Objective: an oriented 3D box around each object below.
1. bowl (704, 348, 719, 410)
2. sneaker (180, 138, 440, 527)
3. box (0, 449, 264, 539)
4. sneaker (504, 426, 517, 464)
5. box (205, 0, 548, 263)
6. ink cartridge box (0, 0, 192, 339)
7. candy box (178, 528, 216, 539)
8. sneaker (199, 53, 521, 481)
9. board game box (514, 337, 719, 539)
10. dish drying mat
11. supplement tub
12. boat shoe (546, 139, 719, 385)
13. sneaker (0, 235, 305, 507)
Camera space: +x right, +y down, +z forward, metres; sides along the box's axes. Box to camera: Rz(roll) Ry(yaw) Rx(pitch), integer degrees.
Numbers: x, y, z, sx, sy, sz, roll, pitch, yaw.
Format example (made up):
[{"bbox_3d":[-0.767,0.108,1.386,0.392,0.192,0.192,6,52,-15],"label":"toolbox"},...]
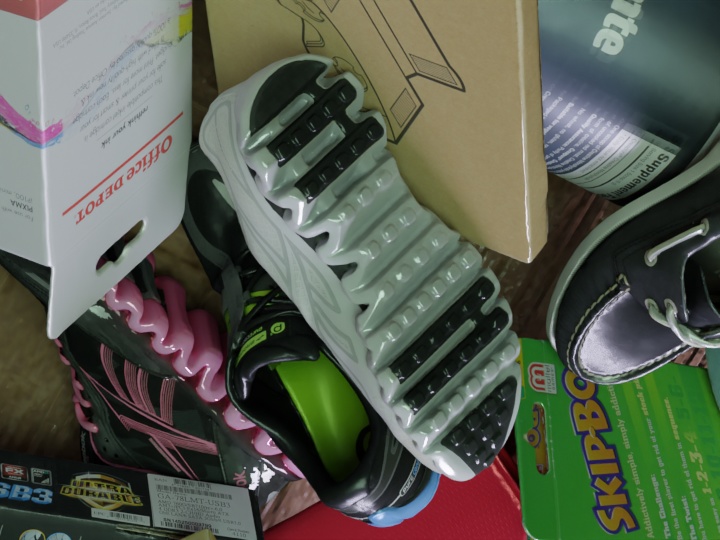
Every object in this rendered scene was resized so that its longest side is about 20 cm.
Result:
[{"bbox_3d":[0.271,0.025,1.345,0.201,0.105,0.201,-1,92,-22],"label":"bowl"},{"bbox_3d":[-0.028,0.021,1.288,0.071,0.083,0.200,-32,73,19],"label":"sneaker"},{"bbox_3d":[-0.165,0.174,1.331,0.198,0.050,0.200,11,121,-14],"label":"box"},{"bbox_3d":[0.044,0.102,1.368,0.200,0.071,0.098,34,107,-13],"label":"sneaker"},{"bbox_3d":[0.002,-0.106,1.191,0.021,0.163,0.200,-49,149,-34],"label":"box"},{"bbox_3d":[-0.127,-0.085,1.216,0.067,0.116,0.200,19,128,23],"label":"ink cartridge box"},{"bbox_3d":[-0.130,0.206,1.296,0.200,0.055,0.115,-24,124,8],"label":"candy box"},{"bbox_3d":[0.000,0.000,1.235,0.075,0.081,0.200,-37,105,-29],"label":"sneaker"},{"bbox_3d":[0.143,0.090,1.348,0.200,0.030,0.096,12,67,-39],"label":"board game box"},{"bbox_3d":[-0.003,0.141,1.352,0.200,0.018,0.077,-30,105,27],"label":"dish drying mat"},{"bbox_3d":[0.108,-0.108,1.278,0.200,0.140,0.140,24,101,-18],"label":"supplement tub"},{"bbox_3d":[0.154,-0.003,1.240,0.074,0.060,0.200,25,131,-32],"label":"boat shoe"},{"bbox_3d":[-0.106,0.050,1.325,0.095,0.079,0.200,-42,110,15],"label":"sneaker"}]
